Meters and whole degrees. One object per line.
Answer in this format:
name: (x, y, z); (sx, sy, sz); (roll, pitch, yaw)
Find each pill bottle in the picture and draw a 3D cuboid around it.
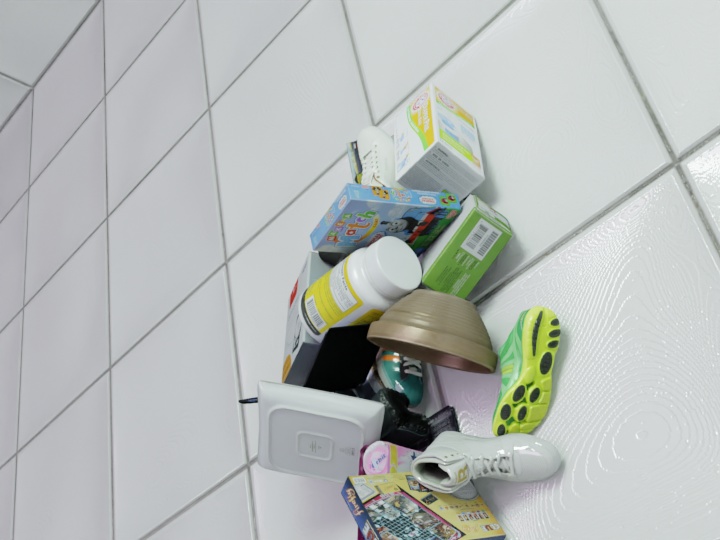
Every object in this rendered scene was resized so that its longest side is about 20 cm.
pill bottle: (-0.001, 0.034, 1.538); (0.200, 0.114, 0.115); (-36, 48, 39)

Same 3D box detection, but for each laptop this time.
laptop: (-0.073, 0.150, 1.542); (0.199, 0.177, 0.104); (-10, 84, 35)

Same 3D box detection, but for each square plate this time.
square plate: (-0.068, 0.264, 1.483); (0.028, 0.197, 0.201); (-72, -10, -50)

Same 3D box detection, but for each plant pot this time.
plant pot: (0.117, 0.087, 1.446); (0.200, 0.200, 0.093); (2, 72, 50)

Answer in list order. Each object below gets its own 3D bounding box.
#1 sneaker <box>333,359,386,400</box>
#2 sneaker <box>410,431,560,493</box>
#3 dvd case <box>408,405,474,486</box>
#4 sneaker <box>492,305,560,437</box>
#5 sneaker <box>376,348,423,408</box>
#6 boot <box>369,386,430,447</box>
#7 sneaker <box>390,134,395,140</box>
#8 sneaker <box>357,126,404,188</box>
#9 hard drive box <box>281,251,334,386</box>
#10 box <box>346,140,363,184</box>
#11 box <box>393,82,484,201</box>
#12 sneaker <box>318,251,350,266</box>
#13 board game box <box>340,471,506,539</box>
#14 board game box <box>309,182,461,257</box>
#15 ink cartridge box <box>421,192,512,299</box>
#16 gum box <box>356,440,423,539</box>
sneaker: (-0.015, 0.172, 1.665); (0.109, 0.070, 0.200); (-48, 45, 21)
sneaker: (0.170, 0.278, 1.331); (0.199, 0.115, 0.074); (-4, 102, 34)
dvd case: (0.111, 0.331, 1.482); (0.149, 0.016, 0.201); (-38, 46, 31)
sneaker: (0.240, 0.150, 1.390); (0.084, 0.074, 0.201); (-165, 92, -78)
sneaker: (0.072, 0.130, 1.580); (0.080, 0.071, 0.201); (-46, 41, 31)
boot: (-0.008, 0.234, 1.513); (0.168, 0.200, 0.077); (-49, 8, 33)
sneaker: (0.094, -0.148, 1.662); (0.082, 0.078, 0.201); (-30, 71, 50)
sneaker: (0.030, -0.165, 1.613); (0.073, 0.084, 0.201); (-41, 61, 37)
hard drive box: (-0.082, 0.095, 1.708); (0.156, 0.076, 0.201); (116, 161, -47)
box: (0.018, -0.117, 1.717); (0.040, 0.137, 0.201); (-13, 56, 3)
box: (0.129, -0.208, 1.605); (0.101, 0.112, 0.200); (-42, 27, 29)
sneaker: (0.000, 0.000, 1.641); (0.199, 0.073, 0.082); (20, 67, 31)
board game box: (0.088, 0.341, 1.332); (0.136, 0.199, 0.035); (55, 133, 46)
board game box: (0.039, -0.077, 1.529); (0.151, 0.199, 0.037); (-50, 44, 49)
ink cartridge box: (0.170, -0.048, 1.560); (0.148, 0.076, 0.200); (-55, 7, 16)
gum box: (0.057, 0.360, 1.426); (0.066, 0.113, 0.201); (-22, 56, 42)
